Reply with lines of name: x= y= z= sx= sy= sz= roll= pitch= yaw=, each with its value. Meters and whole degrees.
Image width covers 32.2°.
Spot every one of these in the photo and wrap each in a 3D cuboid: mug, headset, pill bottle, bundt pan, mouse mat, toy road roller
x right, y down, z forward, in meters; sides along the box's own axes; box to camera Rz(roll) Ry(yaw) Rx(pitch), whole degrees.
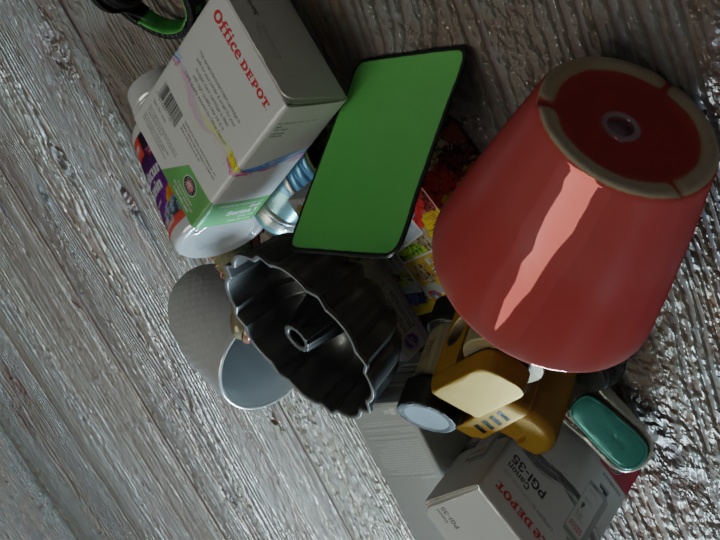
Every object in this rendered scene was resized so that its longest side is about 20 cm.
mug: x=-0.151 y=0.081 z=1.617 sx=0.175 sy=0.148 sz=0.200 roll=36 pitch=-179 yaw=42
headset: x=-0.261 y=-0.314 z=1.312 sx=0.200 sy=0.094 sz=0.124 roll=38 pitch=152 yaw=-5
pill bottle: x=-0.186 y=-0.124 z=1.379 sx=0.200 sy=0.111 sz=0.111 roll=65 pitch=157 yaw=20
bundt pan: x=-0.038 y=0.045 z=1.217 sx=0.202 sy=0.076 sz=0.202 roll=35 pitch=149 yaw=25
mouse mat: x=0.013 y=-0.105 z=1.110 sx=0.008 sy=0.200 sz=0.161 roll=29 pitch=166 yaw=-36
toy road roller: x=0.137 y=0.084 z=1.102 sx=0.146 sy=0.123 sz=0.200 roll=28 pitch=151 yaw=-11

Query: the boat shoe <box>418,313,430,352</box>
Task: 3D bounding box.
boat shoe: x=0.038 y=0.069 z=1.353 sx=0.200 sy=0.070 sz=0.070 roll=42 pitch=134 yaw=-20

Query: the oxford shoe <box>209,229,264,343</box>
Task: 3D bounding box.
oxford shoe: x=-0.147 y=-0.012 z=1.430 sx=0.075 sy=0.201 sz=0.070 roll=1 pitch=157 yaw=-5

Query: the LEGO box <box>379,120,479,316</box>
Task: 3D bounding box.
LEGO box: x=0.060 y=-0.041 z=1.221 sx=0.149 sy=0.077 sz=0.200 roll=53 pitch=151 yaw=-8

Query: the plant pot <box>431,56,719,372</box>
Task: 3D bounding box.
plant pot: x=0.170 y=-0.052 z=0.957 sx=0.200 sy=0.200 sz=0.178 roll=40 pitch=142 yaw=15

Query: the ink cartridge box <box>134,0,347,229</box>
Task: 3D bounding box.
ink cartridge box: x=-0.121 y=-0.159 z=1.220 sx=0.200 sy=0.084 sz=0.145 roll=-46 pitch=66 yaw=41

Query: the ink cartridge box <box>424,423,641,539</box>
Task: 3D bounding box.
ink cartridge box: x=0.175 y=0.216 z=1.238 sx=0.147 sy=0.200 sz=0.083 roll=52 pitch=136 yaw=-7

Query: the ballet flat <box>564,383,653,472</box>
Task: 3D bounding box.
ballet flat: x=0.209 y=0.113 z=1.223 sx=0.200 sy=0.069 sz=0.069 roll=47 pitch=152 yaw=3

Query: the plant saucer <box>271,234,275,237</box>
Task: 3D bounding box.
plant saucer: x=-0.074 y=0.038 z=1.444 sx=0.201 sy=0.039 sz=0.201 roll=160 pitch=90 yaw=-84

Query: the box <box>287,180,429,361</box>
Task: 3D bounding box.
box: x=0.000 y=0.000 z=1.232 sx=0.041 sy=0.039 sz=0.200 roll=1 pitch=127 yaw=56

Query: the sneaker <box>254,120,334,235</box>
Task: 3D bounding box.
sneaker: x=-0.084 y=-0.151 z=1.305 sx=0.131 sy=0.079 sz=0.200 roll=-40 pitch=73 yaw=38

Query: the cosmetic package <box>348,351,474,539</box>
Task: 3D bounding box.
cosmetic package: x=0.083 y=0.192 z=1.289 sx=0.090 sy=0.107 sz=0.200 roll=-8 pitch=112 yaw=40

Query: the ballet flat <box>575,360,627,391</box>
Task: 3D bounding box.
ballet flat: x=0.195 y=0.020 z=1.148 sx=0.066 sy=0.057 sz=0.200 roll=-4 pitch=117 yaw=39
